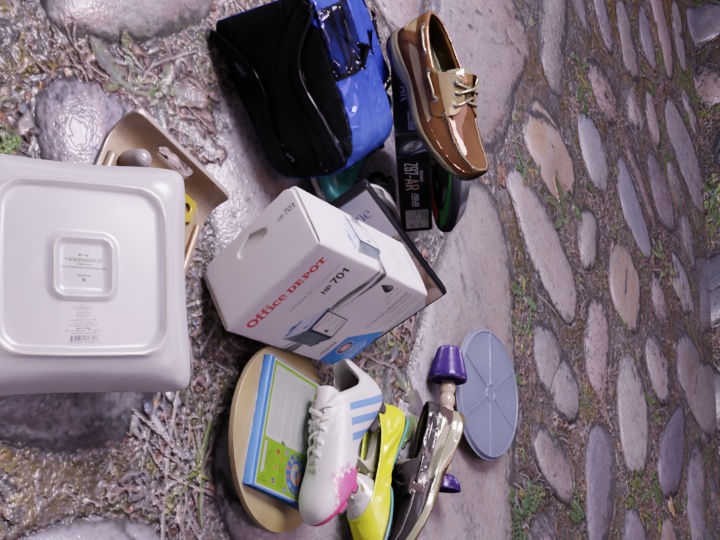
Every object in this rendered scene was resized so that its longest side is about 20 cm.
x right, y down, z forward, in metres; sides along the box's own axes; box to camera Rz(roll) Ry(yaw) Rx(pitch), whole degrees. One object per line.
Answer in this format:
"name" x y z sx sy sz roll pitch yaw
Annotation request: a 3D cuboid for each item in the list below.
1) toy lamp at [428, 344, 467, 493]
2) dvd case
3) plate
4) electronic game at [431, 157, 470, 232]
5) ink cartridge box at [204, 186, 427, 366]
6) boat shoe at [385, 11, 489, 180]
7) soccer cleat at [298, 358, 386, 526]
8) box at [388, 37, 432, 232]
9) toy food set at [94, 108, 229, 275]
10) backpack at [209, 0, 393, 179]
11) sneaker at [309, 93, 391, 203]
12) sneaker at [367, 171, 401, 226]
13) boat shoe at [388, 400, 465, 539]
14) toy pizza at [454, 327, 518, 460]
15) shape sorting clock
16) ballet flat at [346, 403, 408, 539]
"toy lamp" 0.119 0.206 1.289 0.058 0.058 0.203 33 57 -47
"dvd case" 0.000 0.000 1.102 0.200 0.142 0.018 51 11 -35
"plate" -0.234 0.000 0.766 0.197 0.032 0.203 3 76 -31
"electronic game" 0.111 -0.152 1.206 0.200 0.041 0.204 178 -90 -85
"ink cartridge box" -0.045 0.014 0.997 0.199 0.146 0.087 23 32 -51
"boat shoe" 0.096 -0.202 1.043 0.075 0.074 0.202 -14 75 -47
"soccer cleat" -0.035 0.181 0.997 0.087 0.069 0.201 52 35 -21
"box" 0.065 -0.172 1.184 0.201 0.043 0.162 82 6 -57
"toy food set" -0.198 -0.033 0.876 0.143 0.060 0.202 44 48 -41
"backpack" -0.043 -0.218 1.058 0.167 0.161 0.203 -33 112 -43
"sneaker" -0.012 -0.161 1.173 0.078 0.079 0.202 49 44 -36
"sneaker" 0.011 -0.085 1.168 0.201 0.074 0.117 73 9 -67
"boat shoe" 0.072 0.265 1.196 0.065 0.072 0.203 28 66 -3
"toy pizza" 0.188 0.190 1.416 0.199 0.031 0.204 19 66 -53
"shape sorting clock" -0.086 0.181 1.001 0.199 0.039 0.203 23 63 -56
"ballet flat" 0.008 0.247 1.115 0.067 0.067 0.202 33 49 -21
